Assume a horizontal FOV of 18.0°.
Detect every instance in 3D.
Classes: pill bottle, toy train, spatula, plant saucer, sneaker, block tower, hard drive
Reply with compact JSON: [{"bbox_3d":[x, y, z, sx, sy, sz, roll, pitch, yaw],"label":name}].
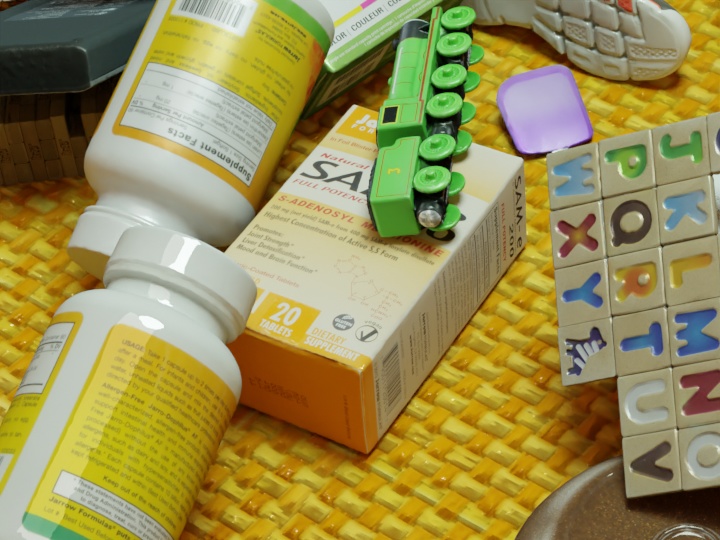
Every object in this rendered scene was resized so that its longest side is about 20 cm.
[{"bbox_3d":[-0.102,-0.084,1.392,0.110,0.111,0.201,17,75,23],"label":"pill bottle"},{"bbox_3d":[0.039,-0.092,1.369,0.056,0.042,0.201,-6,40,14],"label":"toy train"},{"bbox_3d":[0.139,-0.059,1.438,0.056,0.021,0.201,-13,45,-10],"label":"spatula"},{"bbox_3d":[0.172,0.160,1.197,0.199,0.037,0.201,-3,43,3],"label":"plant saucer"},{"bbox_3d":[0.147,-0.196,1.543,0.199,0.078,0.082,26,46,29],"label":"sneaker"},{"bbox_3d":[-0.179,-0.099,1.494,0.198,0.054,0.058,-6,43,1],"label":"block tower"},{"bbox_3d":[-0.198,-0.151,1.490,0.138,0.033,0.200,-1,16,20],"label":"hard drive"},{"bbox_3d":[-0.131,0.082,1.220,0.112,0.113,0.201,14,66,20],"label":"pill bottle"}]

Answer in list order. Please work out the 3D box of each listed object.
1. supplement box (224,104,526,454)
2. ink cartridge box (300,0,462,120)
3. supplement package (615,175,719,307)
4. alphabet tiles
[{"bbox_3d":[0.000,0.000,1.355,0.125,0.074,0.200,19,49,24],"label":"supplement box"},{"bbox_3d":[-0.040,-0.225,1.528,0.147,0.076,0.200,-36,83,-28],"label":"ink cartridge box"},{"bbox_3d":[0.253,-0.009,1.304,0.200,0.117,0.117,-37,51,-27],"label":"supplement package"},{"bbox_3d":[0.178,0.016,1.212,0.166,0.008,0.202,-12,72,31],"label":"alphabet tiles"}]
